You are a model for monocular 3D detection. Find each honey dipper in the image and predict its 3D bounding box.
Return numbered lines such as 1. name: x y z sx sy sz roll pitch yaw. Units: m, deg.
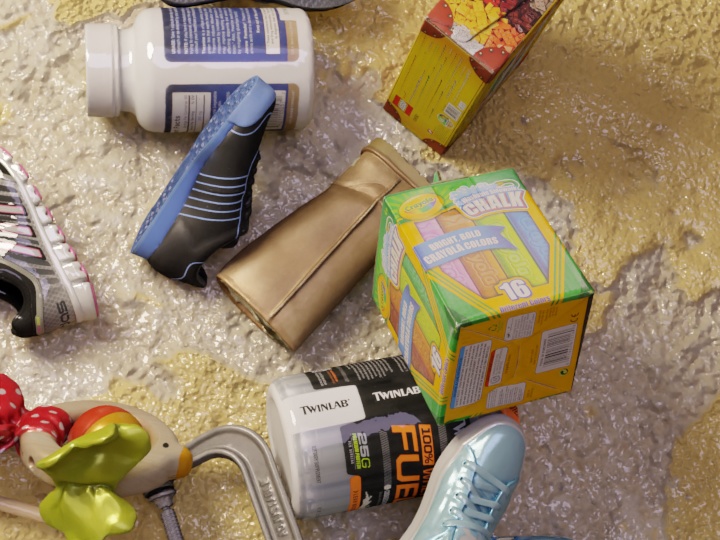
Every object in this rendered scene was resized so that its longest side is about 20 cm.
1. honey dipper: -0.323 0.186 1.206 0.199 0.038 0.038 17 72 -6

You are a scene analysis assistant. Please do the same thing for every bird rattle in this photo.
1. bird rattle: -0.232 0.151 1.190 0.163 0.200 0.113 -6 107 -43

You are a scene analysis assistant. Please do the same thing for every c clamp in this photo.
1. c clamp: -0.128 0.235 1.203 0.170 0.027 0.201 -22 68 15

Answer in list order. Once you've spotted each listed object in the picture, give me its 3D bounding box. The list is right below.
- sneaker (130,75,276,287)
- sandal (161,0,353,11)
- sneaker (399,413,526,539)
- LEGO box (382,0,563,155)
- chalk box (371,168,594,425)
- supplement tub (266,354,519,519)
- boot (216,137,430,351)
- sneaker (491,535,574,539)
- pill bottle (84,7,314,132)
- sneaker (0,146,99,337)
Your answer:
1. sneaker: -0.119 -0.074 1.263 0.078 0.070 0.200 31 112 -16
2. sandal: -0.094 -0.276 1.332 0.199 0.043 0.076 -2 91 -17
3. sneaker: 0.082 0.212 1.158 0.074 0.082 0.200 30 89 -22
4. LEGO box: 0.109 -0.212 1.310 0.077 0.200 0.149 39 71 3
5. chalk box: 0.086 0.004 1.196 0.123 0.125 0.200 -14 47 -17
6. supplement tub: 0.027 0.135 1.235 0.199 0.123 0.123 -10 76 -12
7. boot: 0.000 0.000 1.305 0.175 0.066 0.200 41 72 13
8. sneaker: 0.110 0.253 1.231 0.199 0.090 0.079 -6 75 -8
9. pill bottle: -0.146 -0.180 1.304 0.199 0.111 0.111 -2 74 -10
10. sneaker: -0.310 -0.026 1.250 0.087 0.074 0.200 -32 86 -23
